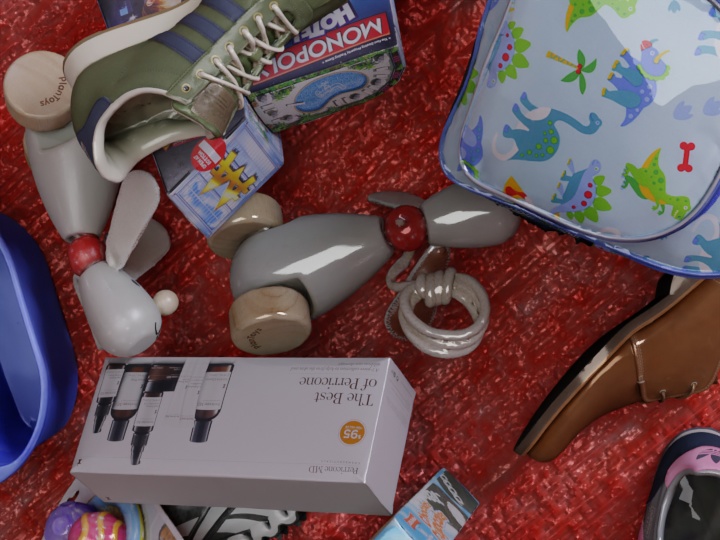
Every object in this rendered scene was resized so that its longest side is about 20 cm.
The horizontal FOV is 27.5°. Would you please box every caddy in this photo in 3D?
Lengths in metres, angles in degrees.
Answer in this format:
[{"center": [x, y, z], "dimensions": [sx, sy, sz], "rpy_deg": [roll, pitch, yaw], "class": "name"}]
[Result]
[{"center": [-0.274, 0.048, 0.972], "dimensions": [0.140, 0.105, 0.202], "rpy_deg": [-18, 88, 9], "class": "caddy"}]

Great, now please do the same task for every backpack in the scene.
[{"center": [0.155, -0.092, 0.791], "dimensions": [0.199, 0.147, 0.184], "rpy_deg": [23, 111, 8], "class": "backpack"}]

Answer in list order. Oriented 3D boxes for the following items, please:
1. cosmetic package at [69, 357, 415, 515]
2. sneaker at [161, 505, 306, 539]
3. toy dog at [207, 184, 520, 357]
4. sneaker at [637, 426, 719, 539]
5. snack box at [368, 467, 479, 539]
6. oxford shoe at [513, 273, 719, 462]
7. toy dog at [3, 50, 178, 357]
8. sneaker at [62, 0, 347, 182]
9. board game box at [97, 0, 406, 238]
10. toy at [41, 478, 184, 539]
[{"center": [-0.072, 0.098, 0.888], "dimensions": [0.198, 0.051, 0.083], "rpy_deg": [-2, 60, 23], "class": "cosmetic package"}, {"center": [-0.086, 0.144, 0.961], "dimensions": [0.200, 0.066, 0.091], "rpy_deg": [-37, 87, 13], "class": "sneaker"}, {"center": [0.000, 0.000, 0.930], "dimensions": [0.198, 0.096, 0.133], "rpy_deg": [5, 67, 13], "class": "toy dog"}, {"center": [0.196, 0.200, 0.906], "dimensions": [0.070, 0.082, 0.202], "rpy_deg": [6, 93, 9], "class": "sneaker"}, {"center": [0.010, 0.183, 0.879], "dimensions": [0.037, 0.200, 0.116], "rpy_deg": [44, 98, 8], "class": "snack box"}, {"center": [0.180, 0.059, 0.914], "dimensions": [0.200, 0.071, 0.071], "rpy_deg": [-42, 88, 7], "class": "oxford shoe"}, {"center": [-0.156, -0.051, 0.948], "dimensions": [0.096, 0.132, 0.201], "rpy_deg": [-21, 93, -11], "class": "toy dog"}, {"center": [-0.078, -0.114, 0.827], "dimensions": [0.199, 0.067, 0.090], "rpy_deg": [-24, 55, 18], "class": "sneaker"}, {"center": [-0.067, -0.131, 0.906], "dimensions": [0.199, 0.062, 0.201], "rpy_deg": [-16, 61, 14], "class": "board game box"}, {"center": [-0.169, 0.188, 0.925], "dimensions": [0.116, 0.047, 0.200], "rpy_deg": [-59, 39, 6], "class": "toy"}]
